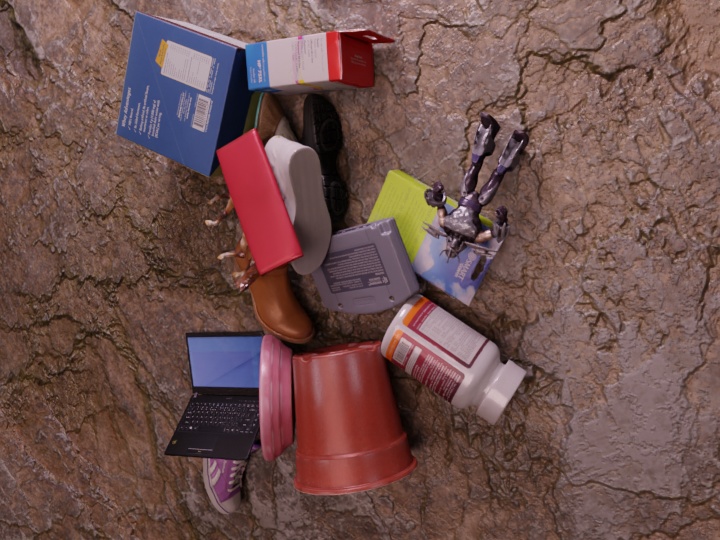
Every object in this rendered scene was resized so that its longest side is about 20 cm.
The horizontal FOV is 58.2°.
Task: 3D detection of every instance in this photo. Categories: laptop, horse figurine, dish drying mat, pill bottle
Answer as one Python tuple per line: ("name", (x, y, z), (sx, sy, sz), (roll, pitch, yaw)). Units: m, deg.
("laptop", (-0.261, 0.221, 1.159), (0.174, 0.202, 0.104), (-3, 134, 23))
("horse figurine", (-0.178, -0.072, 0.995), (0.131, 0.050, 0.203), (-30, 73, 29))
("dish drying mat", (-0.148, -0.099, 0.946), (0.076, 0.018, 0.203), (-24, 80, 19))
("pill bottle", (0.136, 0.132, 0.958), (0.199, 0.109, 0.111), (34, 113, 16))

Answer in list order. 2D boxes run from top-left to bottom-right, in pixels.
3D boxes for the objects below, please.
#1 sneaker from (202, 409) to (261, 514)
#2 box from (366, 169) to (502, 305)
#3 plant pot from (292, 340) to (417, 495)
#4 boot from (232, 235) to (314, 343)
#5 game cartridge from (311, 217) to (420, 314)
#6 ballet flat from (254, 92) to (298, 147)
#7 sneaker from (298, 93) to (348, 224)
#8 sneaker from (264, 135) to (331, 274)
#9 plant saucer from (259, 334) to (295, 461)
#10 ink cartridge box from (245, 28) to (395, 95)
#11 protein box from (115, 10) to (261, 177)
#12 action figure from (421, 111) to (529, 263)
("sneaker", (-0.232, 0.357, 1.204), (0.112, 0.072, 0.204), (-7, 98, 23))
("box", (0.108, -0.051, 0.969), (0.198, 0.048, 0.123), (32, 113, 17))
("plant pot", (-0.022, 0.219, 1.016), (0.198, 0.200, 0.199), (-9, 89, 26))
("boot", (-0.133, 0.009, 1.063), (0.201, 0.076, 0.156), (49, 138, 23))
("game cartridge", (0.000, 0.000, 1.001), (0.198, 0.041, 0.135), (-10, 102, 46))
("ballet flat", (-0.141, -0.187, 1.053), (0.071, 0.068, 0.203), (18, 110, 10))
("sneaker", (-0.077, -0.174, 1.022), (0.090, 0.075, 0.204), (1, 98, 34))
("sneaker", (-0.102, -0.104, 0.992), (0.115, 0.073, 0.203), (37, 134, 50))
("plant saucer", (-0.135, 0.208, 1.071), (0.050, 0.201, 0.205), (-2, 101, -4))
("ink cartridge box", (-0.056, -0.305, 0.957), (0.197, 0.116, 0.069), (2, 101, 26))
("protein box", (-0.262, -0.283, 1.049), (0.198, 0.135, 0.202), (24, 110, 19))
("action figure", (0.156, -0.104, 0.887), (0.128, 0.069, 0.203), (24, 91, 11))
